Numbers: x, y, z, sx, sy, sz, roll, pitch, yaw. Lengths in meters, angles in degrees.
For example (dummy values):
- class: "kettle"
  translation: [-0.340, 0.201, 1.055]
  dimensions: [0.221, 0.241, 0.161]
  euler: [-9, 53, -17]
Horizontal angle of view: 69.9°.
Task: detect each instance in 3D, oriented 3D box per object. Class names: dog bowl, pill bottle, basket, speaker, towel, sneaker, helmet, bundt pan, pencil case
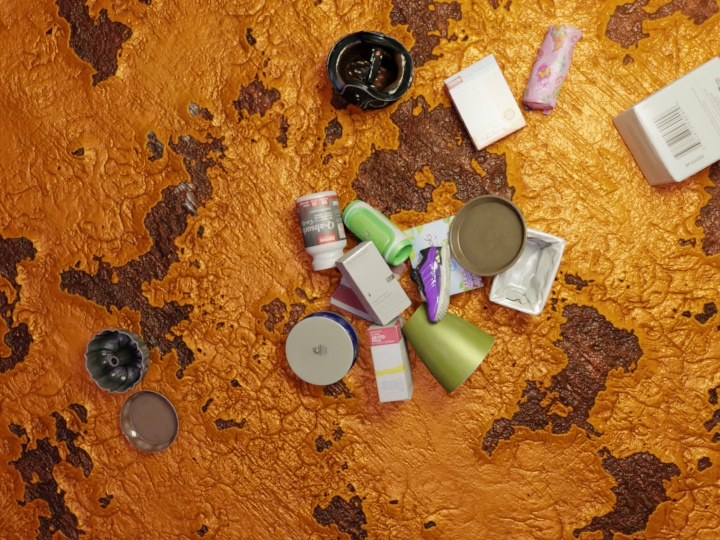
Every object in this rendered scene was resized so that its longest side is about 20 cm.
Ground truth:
- class: "dog bowl"
  translation: [-0.107, 0.218, 1.456]
  dimensions: [0.200, 0.079, 0.200]
  euler: [1, 96, 10]
- class: "pill bottle"
  translation: [-0.102, -0.107, 1.401]
  dimensions: [0.116, 0.116, 0.200]
  euler: [-12, 94, 12]
- class: "basket"
  translation: [0.415, -0.005, 1.311]
  dimensions: [0.135, 0.123, 0.200]
  euler: [18, 98, 9]
- class: "speaker"
  translation: [0.043, -0.101, 1.361]
  dimensions: [0.200, 0.088, 0.088]
  euler: [43, 103, 26]
- class: "towel"
  translation: [0.019, 0.036, 1.418]
  dimensions: [0.144, 0.023, 0.200]
  euler: [26, 107, -12]
- class: "sneaker"
  translation: [0.173, 0.033, 1.308]
  dimensions: [0.099, 0.070, 0.200]
  euler: [1, 73, 21]
- class: "helmet"
  translation: [0.021, -0.501, 1.297]
  dimensions: [0.200, 0.191, 0.200]
  euler: [-9, 110, -25]
- class: "bundt pan"
  translation: [-0.732, 0.268, 1.580]
  dimensions: [0.202, 0.076, 0.202]
  euler: [1, 97, 11]
- class: "pencil case"
  translation: [0.469, -0.495, 1.270]
  dimensions: [0.087, 0.087, 0.200]
  euler: [18, 100, 8]

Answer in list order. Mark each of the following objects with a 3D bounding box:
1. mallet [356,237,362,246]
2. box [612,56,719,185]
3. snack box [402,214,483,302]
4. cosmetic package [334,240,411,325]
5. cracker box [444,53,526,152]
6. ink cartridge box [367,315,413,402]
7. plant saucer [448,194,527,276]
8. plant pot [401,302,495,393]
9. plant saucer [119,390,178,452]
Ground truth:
- class: "mallet"
  translation: [0.000, 0.000, 1.436]
  dimensions: [0.066, 0.041, 0.200]
  euler: [19, 103, 7]
- class: "box"
  translation: [0.740, -0.332, 1.188]
  dimensions: [0.200, 0.171, 0.199]
  euler: [-31, 90, 12]
- class: "snack box"
  translation: [0.219, -0.034, 1.372]
  dimensions: [0.168, 0.068, 0.200]
  euler: [-15, 91, 12]
- class: "cosmetic package"
  translation: [0.033, 0.032, 1.334]
  dimensions: [0.102, 0.074, 0.200]
  euler: [-38, 104, -16]
- class: "cracker box"
  translation: [0.317, -0.424, 1.317]
  dimensions: [0.134, 0.058, 0.200]
  euler: [-26, 92, 12]
- class: "ink cartridge box"
  translation: [0.084, 0.235, 1.387]
  dimensions: [0.083, 0.145, 0.200]
  euler: [-9, 94, 11]
- class: "plant saucer"
  translation: [0.314, -0.085, 1.268]
  dimensions: [0.200, 0.029, 0.200]
  euler: [-2, 86, 34]
- class: "plant pot"
  translation: [0.210, 0.182, 1.343]
  dimensions: [0.200, 0.187, 0.187]
  euler: [40, 102, 8]
- class: "plant saucer"
  translation: [-0.652, 0.466, 1.609]
  dimensions: [0.200, 0.034, 0.201]
  euler: [1, 97, 11]
